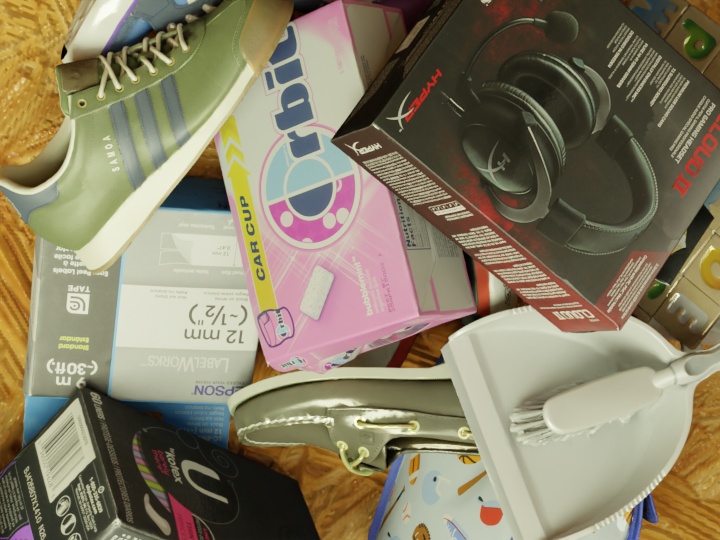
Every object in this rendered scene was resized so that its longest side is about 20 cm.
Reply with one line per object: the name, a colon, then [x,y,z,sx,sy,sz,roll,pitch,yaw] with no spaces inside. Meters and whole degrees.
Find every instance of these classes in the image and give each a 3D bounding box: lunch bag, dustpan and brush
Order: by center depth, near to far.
dustpan and brush: [0.166,0.069,1.024,0.200,0.057,0.140,-17,80,-22]
lunch bag: [0.105,0.149,1.147,0.124,0.170,0.200,3,112,-29]

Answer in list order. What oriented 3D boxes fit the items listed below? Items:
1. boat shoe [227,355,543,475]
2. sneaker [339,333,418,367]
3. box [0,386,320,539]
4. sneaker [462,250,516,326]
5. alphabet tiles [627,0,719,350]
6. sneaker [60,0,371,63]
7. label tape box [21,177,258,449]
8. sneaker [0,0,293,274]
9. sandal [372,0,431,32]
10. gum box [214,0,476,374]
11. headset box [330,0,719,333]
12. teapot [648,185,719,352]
boat shoe: [0.016,0.094,1.069,0.201,0.072,0.060,-5,71,8]
sneaker: [0.000,-0.001,1.120,0.108,0.067,0.201,36,98,-23]
box: [-0.123,0.178,1.105,0.106,0.122,0.200,-45,132,18]
sneaker: [0.106,-0.051,1.054,0.108,0.067,0.202,-12,109,-11]
alphabet tiles: [0.183,-0.054,1.067,0.200,0.167,0.008,-56,155,18]
sneaker: [-0.067,-0.168,1.022,0.146,0.081,0.200,34,96,-19]
label tape box: [-0.139,0.040,1.106,0.143,0.066,0.200,3,111,-14]
sneaker: [-0.131,-0.096,0.980,0.090,0.067,0.200,34,106,-20]
sandal: [0.081,-0.137,1.087,0.202,0.050,0.083,2,112,-14]
gum box: [-0.014,-0.045,1.017,0.113,0.066,0.200,-19,81,34]
headset box: [0.109,-0.071,0.955,0.200,0.077,0.149,39,76,-13]
teapot: [0.237,-0.025,1.120,0.197,0.146,0.200,-17,117,-5]
